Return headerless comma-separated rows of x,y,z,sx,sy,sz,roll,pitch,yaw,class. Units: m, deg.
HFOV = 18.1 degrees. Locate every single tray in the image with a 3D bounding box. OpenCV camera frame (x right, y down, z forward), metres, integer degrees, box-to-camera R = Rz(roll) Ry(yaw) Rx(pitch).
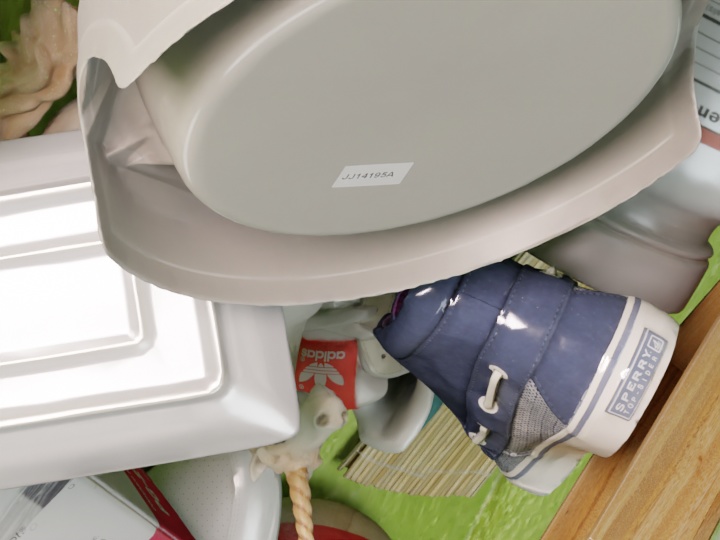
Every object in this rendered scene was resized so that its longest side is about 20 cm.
-0.124,0.015,0.692,0.200,0.107,0.022,-9,177,1,tray
0.104,0.065,0.772,0.200,0.037,0.099,-51,177,-47,tray

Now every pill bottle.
0.126,-0.090,0.816,0.112,0.112,0.200,11,112,-47,pill bottle

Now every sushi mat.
0.078,0.026,1.011,0.096,0.012,0.200,15,119,-50,sushi mat

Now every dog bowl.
0.014,-0.064,0.621,0.200,0.059,0.200,-14,154,-7,dog bowl

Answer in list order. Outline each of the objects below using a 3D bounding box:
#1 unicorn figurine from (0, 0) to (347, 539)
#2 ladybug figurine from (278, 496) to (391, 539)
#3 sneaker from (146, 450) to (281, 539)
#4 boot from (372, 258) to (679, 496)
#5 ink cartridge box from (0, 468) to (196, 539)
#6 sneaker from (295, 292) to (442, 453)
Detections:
-0.043,-0.013,0.761,0.137,0.200,0.074,-49,-178,32,unicorn figurine
-0.032,0.174,1.027,0.136,0.072,0.200,-37,144,-1,ladybug figurine
-0.109,0.138,0.924,0.200,0.070,0.080,-49,140,16,sneaker
0.051,0.028,0.827,0.073,0.090,0.200,-63,180,-13,boot
-0.169,0.093,0.808,0.145,0.083,0.200,-40,145,1,ink cartridge box
0.000,0.000,0.837,0.200,0.070,0.093,60,46,-57,sneaker
